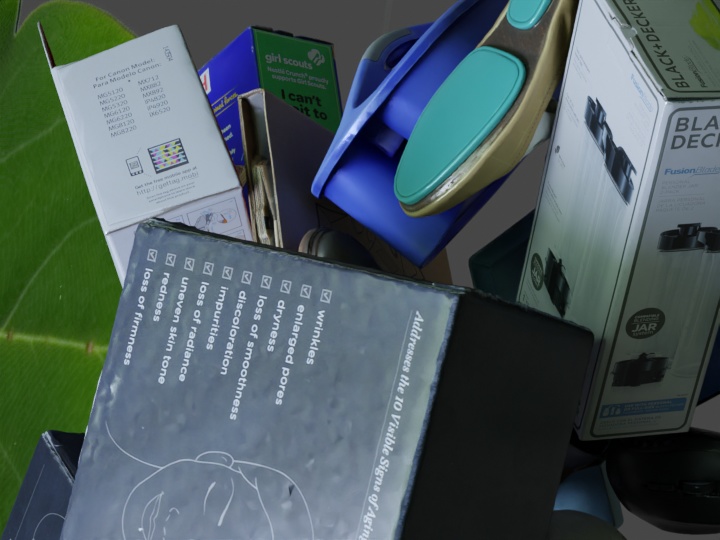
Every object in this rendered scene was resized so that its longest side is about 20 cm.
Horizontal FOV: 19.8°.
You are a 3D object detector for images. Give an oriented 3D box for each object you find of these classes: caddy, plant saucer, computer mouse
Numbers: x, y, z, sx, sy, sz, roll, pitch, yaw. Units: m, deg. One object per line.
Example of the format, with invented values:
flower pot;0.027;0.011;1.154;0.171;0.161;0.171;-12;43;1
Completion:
caddy;0.047;-0.094;1.158;0.105;0.200;0.142;41;125;3
plant saucer;0.107;0.067;1.186;0.070;0.019;0.201;-38;53;43
computer mouse;0.193;0.112;1.032;0.199;0.034;0.059;2;103;52

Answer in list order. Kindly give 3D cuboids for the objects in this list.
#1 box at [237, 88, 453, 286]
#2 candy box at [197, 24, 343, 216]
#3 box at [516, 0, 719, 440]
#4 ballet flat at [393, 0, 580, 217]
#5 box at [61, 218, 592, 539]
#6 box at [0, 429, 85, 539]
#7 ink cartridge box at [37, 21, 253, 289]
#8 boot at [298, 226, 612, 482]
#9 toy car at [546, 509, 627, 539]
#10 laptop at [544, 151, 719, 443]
box;0.000;0.000;1.198;0.021;0.200;0.165;-21;63;27
candy box;-0.081;-0.039;1.416;0.169;0.077;0.201;-34;57;45
box;0.134;-0.031;0.997;0.117;0.060;0.201;-112;24;-51
ballet flat;0.091;-0.104;1.034;0.201;0.063;0.069;-59;32;8
box;-0.021;0.097;0.973;0.196;0.124;0.201;13;88;39
box;-0.169;0.250;1.428;0.197;0.123;0.201;46;119;47
ink cartridge box;-0.117;-0.041;1.244;0.201;0.083;0.176;79;170;-55
boot;0.054;0.044;1.122;0.097;0.200;0.075;-22;26;38
toy car;0.110;0.227;1.033;0.200;0.149;0.176;-39;56;37
laptop;0.149;-0.036;1.073;0.115;0.200;0.188;-16;64;10
